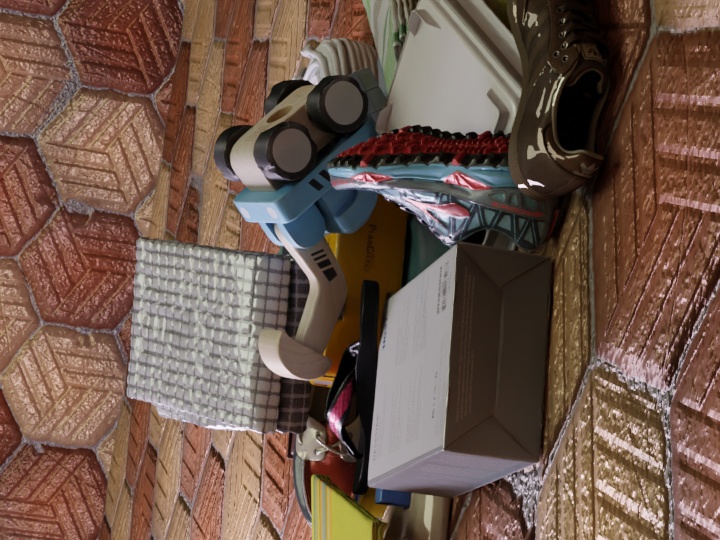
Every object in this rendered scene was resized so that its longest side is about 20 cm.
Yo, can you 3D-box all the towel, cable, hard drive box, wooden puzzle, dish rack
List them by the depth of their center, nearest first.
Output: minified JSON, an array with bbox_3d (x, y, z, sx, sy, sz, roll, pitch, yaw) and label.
[{"bbox_3d":[0.072,0.080,1.507,0.200,0.077,0.156,141,136,-70],"label":"hard drive box"},{"bbox_3d":[0.075,-0.119,1.559,0.200,0.043,0.172,55,138,41],"label":"dish rack"},{"bbox_3d":[-0.010,0.231,1.672,0.200,0.018,0.086,-161,69,-74],"label":"towel"},{"bbox_3d":[0.024,0.215,1.684,0.200,0.046,0.186,150,128,-73],"label":"wooden puzzle"},{"bbox_3d":[0.023,-0.219,1.751,0.149,0.031,0.200,94,167,-49],"label":"towel"},{"bbox_3d":[-0.123,0.059,1.812,0.200,0.085,0.166,7,95,46],"label":"towel"},{"bbox_3d":[-0.027,-0.144,2.079,0.200,0.069,0.201,-174,92,-76],"label":"cable"}]

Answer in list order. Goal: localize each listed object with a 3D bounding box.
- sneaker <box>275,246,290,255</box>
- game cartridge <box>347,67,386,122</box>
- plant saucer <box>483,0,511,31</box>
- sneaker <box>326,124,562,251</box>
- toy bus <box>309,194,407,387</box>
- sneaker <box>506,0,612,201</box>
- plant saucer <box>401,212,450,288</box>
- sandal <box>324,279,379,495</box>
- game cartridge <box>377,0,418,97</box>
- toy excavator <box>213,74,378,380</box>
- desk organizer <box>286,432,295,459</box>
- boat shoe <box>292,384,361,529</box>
[{"bbox_3d":[-0.060,0.001,1.858,0.200,0.086,0.078,-31,48,17],"label":"sneaker"},{"bbox_3d":[0.000,-0.104,1.877,0.130,0.038,0.200,59,161,5],"label":"game cartridge"},{"bbox_3d":[0.103,-0.232,1.638,0.200,0.048,0.200,-111,32,-64],"label":"plant saucer"},{"bbox_3d":[0.058,-0.052,1.482,0.200,0.079,0.096,6,115,38],"label":"sneaker"},{"bbox_3d":[0.000,0.000,1.732,0.078,0.065,0.201,141,136,-72],"label":"toy bus"},{"bbox_3d":[0.151,-0.149,1.394,0.075,0.070,0.201,-17,66,54],"label":"sneaker"},{"bbox_3d":[0.045,0.027,1.743,0.200,0.036,0.201,-171,90,-77],"label":"plant saucer"},{"bbox_3d":[-0.008,0.097,1.652,0.075,0.045,0.200,-94,4,-59],"label":"sandal"},{"bbox_3d":[0.052,-0.209,1.838,0.200,0.040,0.134,107,161,-47],"label":"game cartridge"},{"bbox_3d":[-0.040,-0.036,1.649,0.194,0.200,0.100,-43,21,-23],"label":"toy excavator"},{"bbox_3d":[-0.018,0.080,1.896,0.077,0.072,0.201,140,137,-67],"label":"desk organizer"},{"bbox_3d":[-0.023,0.140,1.798,0.063,0.071,0.201,96,180,-75],"label":"boat shoe"}]
